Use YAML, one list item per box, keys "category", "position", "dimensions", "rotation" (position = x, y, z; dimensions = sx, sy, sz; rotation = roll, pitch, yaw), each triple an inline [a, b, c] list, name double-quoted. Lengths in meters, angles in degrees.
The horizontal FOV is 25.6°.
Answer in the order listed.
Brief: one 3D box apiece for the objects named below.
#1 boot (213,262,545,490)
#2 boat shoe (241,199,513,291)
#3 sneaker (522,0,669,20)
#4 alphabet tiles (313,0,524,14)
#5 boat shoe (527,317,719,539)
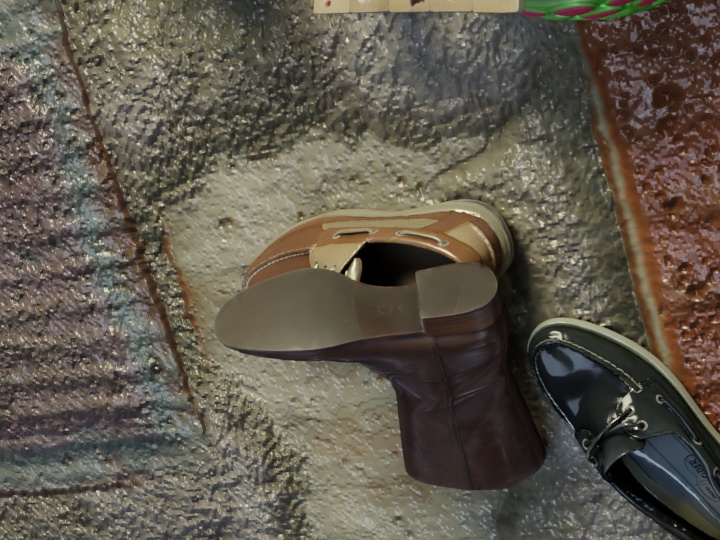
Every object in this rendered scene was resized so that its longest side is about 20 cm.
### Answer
- category: "boot"
  position: [0.018, 0.082, 1.026]
  dimensions: [0.186, 0.064, 0.200]
  rotation: [-4, 141, 12]
- category: "boat shoe"
  position: [0.000, 0.000, 1.042]
  dimensions: [0.200, 0.072, 0.076]
  rotation: [-15, 106, 31]
- category: "sneaker"
  position: [0.165, -0.199, 0.877]
  dimensions: [0.200, 0.077, 0.084]
  rotation: [-26, 77, 33]
- category: "alphabet tiles"
  position: [0.045, -0.227, 0.878]
  dimensions: [0.200, 0.008, 0.167]
  rotation: [10, 98, 46]
- category: "boat shoe"
  position: [0.179, 0.113, 1.009]
  dimensions: [0.199, 0.066, 0.075]
  rotation: [47, 125, 0]
